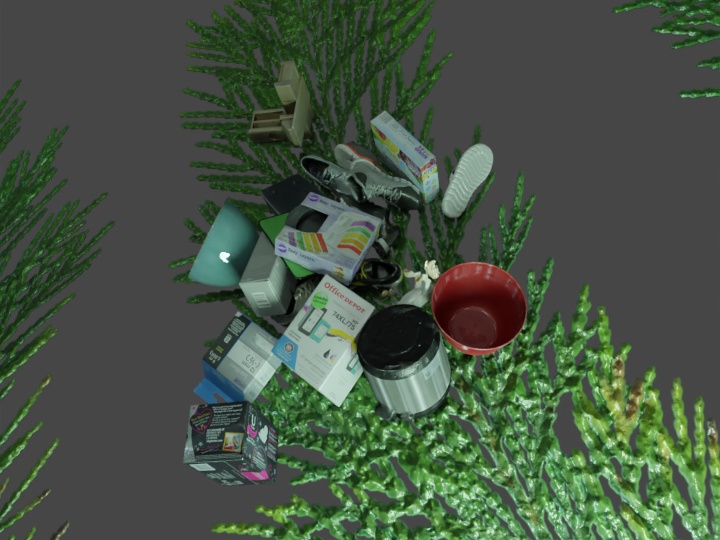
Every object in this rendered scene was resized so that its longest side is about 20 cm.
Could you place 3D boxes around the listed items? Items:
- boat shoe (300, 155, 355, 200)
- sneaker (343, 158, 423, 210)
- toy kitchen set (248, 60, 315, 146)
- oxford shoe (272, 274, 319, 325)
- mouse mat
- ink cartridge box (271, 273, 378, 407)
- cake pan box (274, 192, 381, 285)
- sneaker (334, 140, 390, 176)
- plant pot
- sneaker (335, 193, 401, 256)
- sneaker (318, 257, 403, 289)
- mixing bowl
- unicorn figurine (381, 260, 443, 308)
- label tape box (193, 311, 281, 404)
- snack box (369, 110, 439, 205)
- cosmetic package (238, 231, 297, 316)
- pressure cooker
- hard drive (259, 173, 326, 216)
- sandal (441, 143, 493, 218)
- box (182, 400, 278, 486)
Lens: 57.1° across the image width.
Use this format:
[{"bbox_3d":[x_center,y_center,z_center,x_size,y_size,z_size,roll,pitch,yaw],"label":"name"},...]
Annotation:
[{"bbox_3d":[-0.074,-0.230,1.646,0.198,0.071,0.072,32,105,31],"label":"boat shoe"},{"bbox_3d":[0.045,-0.178,1.550,0.196,0.076,0.116,28,39,8],"label":"sneaker"},{"bbox_3d":[-0.228,-0.398,1.710,0.174,0.201,0.168,-1,61,13],"label":"toy kitchen set"},{"bbox_3d":[-0.120,0.055,1.529,0.197,0.058,0.076,-32,58,-5],"label":"oxford shoe"},{"bbox_3d":[-0.124,-0.067,1.497,0.157,0.008,0.201,-18,54,-29],"label":"mouse mat"},{"bbox_3d":[-0.059,0.148,1.405,0.145,0.147,0.202,30,78,26],"label":"ink cartridge box"},{"bbox_3d":[-0.073,-0.077,1.472,0.195,0.053,0.186,22,46,12],"label":"cake pan box"},{"bbox_3d":[0.027,-0.265,1.651,0.199,0.078,0.081,41,53,16],"label":"sneaker"},{"bbox_3d":[-0.305,-0.043,1.571,0.132,0.200,0.205,28,68,-12],"label":"plant pot"},{"bbox_3d":[0.024,-0.126,1.585,0.090,0.067,0.200,-38,64,-11],"label":"sneaker"},{"bbox_3d":[0.000,0.000,1.490,0.193,0.085,0.077,-6,78,1],"label":"sneaker"},{"bbox_3d":[0.239,0.097,1.375,0.193,0.110,0.205,0,57,0],"label":"mixing bowl"},{"bbox_3d":[0.096,0.066,1.395,0.196,0.137,0.076,-28,58,15],"label":"unicorn figurine"},{"bbox_3d":[-0.276,0.216,1.480,0.141,0.067,0.202,29,72,26],"label":"label tape box"},{"bbox_3d":[0.108,-0.270,1.591,0.052,0.143,0.201,-35,59,-9],"label":"snack box"},{"bbox_3d":[-0.196,-0.005,1.512,0.088,0.108,0.203,-7,42,23],"label":"cosmetic package"},{"bbox_3d":[0.092,0.195,1.318,0.171,0.203,0.182,-16,43,7],"label":"pressure cooker"},{"bbox_3d":[-0.146,-0.152,1.629,0.133,0.043,0.200,-29,55,-28],"label":"hard drive"},{"bbox_3d":[0.245,-0.218,1.579,0.205,0.082,0.049,-56,21,-15],"label":"sandal"},{"bbox_3d":[-0.253,0.348,1.326,0.128,0.202,0.118,-6,59,11],"label":"box"}]
